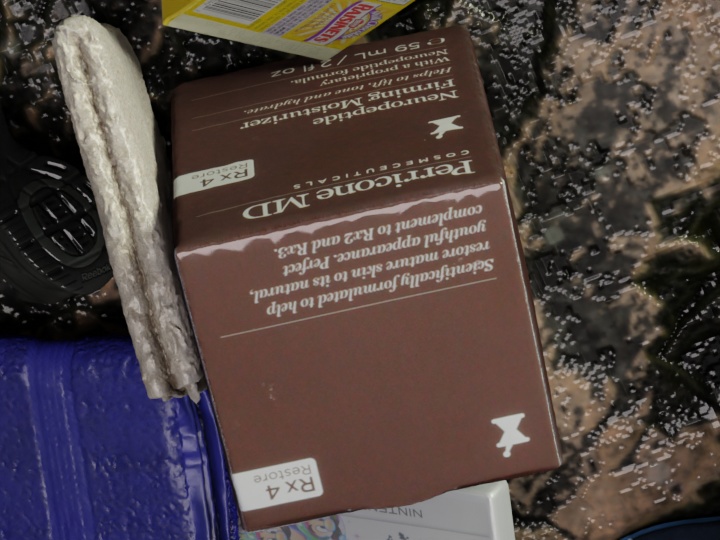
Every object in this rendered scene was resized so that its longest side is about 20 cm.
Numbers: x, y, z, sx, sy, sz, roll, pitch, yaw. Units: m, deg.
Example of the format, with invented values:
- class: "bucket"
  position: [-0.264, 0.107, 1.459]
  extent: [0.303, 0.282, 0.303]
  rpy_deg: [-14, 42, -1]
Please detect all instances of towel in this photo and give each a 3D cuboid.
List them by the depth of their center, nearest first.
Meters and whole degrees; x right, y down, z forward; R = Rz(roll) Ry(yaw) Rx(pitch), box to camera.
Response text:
- class: "towel"
  position: [-0.111, -0.031, 1.448]
  extent: [0.034, 0.133, 0.201]
  rpy_deg: [-16, 91, 2]
- class: "towel"
  position: [-0.167, 0.102, 1.584]
  extent: [0.199, 0.050, 0.148]
  rpy_deg: [0, 109, 20]

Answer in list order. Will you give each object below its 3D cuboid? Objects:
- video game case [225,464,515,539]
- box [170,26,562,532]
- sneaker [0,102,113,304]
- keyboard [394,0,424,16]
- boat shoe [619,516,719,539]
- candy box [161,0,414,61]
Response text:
- class: "video game case"
  position: [0.008, 0.196, 1.576]
  extent: [0.181, 0.024, 0.201]
  rpy_deg: [6, 116, 30]
- class: "box"
  position: [0.000, 0.000, 1.449]
  extent: [0.165, 0.200, 0.165]
  rpy_deg: [-12, 117, 2]
- class: "sneaker"
  position: [-0.214, -0.058, 1.509]
  extent: [0.200, 0.076, 0.091]
  rpy_deg: [53, 148, -3]
- class: "keyboard"
  position: [0.053, -0.182, 1.416]
  extent: [0.104, 0.040, 0.200]
  rpy_deg: [13, 154, -36]
- class: "boat shoe"
  position: [0.201, 0.177, 1.609]
  extent: [0.199, 0.069, 0.084]
  rpy_deg: [-22, 115, 17]
- class: "candy box"
  position: [-0.004, -0.157, 1.383]
  extent: [0.102, 0.027, 0.200]
  rpy_deg: [7, 157, -35]
